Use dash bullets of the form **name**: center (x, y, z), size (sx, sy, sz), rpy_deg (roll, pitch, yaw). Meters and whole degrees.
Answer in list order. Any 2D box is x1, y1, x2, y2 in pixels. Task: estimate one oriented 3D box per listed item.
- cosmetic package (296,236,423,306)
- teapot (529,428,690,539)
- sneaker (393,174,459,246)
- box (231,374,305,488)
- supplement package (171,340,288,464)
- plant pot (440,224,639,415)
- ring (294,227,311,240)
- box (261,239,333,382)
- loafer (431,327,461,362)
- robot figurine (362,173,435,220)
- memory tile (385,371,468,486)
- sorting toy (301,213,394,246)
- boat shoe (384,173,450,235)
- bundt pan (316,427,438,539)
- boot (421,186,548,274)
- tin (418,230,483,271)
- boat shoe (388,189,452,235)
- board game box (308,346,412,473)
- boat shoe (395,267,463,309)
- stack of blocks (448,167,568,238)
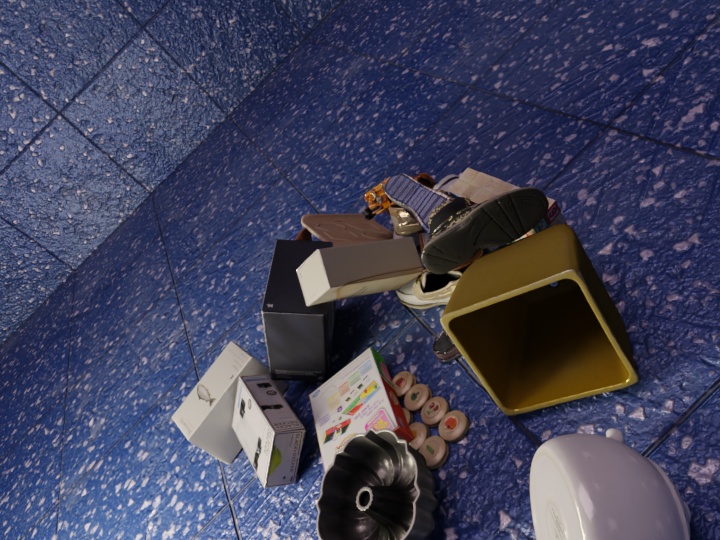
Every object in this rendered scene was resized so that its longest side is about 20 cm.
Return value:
- **cosmetic package**: center (0.000, 0.000, 1.125), size (0.103, 0.199, 0.074), rpy_deg (-38, 67, 56)
- **teapot**: center (0.273, 0.264, 0.660), size (0.145, 0.198, 0.202), rpy_deg (-4, 72, -3)
- **sneaker**: center (0.151, -0.112, 1.296), size (0.200, 0.076, 0.080), rpy_deg (-46, 40, 1)
- **box**: center (-0.174, 0.289, 1.168), size (0.200, 0.060, 0.118), rpy_deg (38, 121, 54)
- **supplement package**: center (-0.268, 0.269, 1.303), size (0.201, 0.117, 0.117), rpy_deg (-53, 34, -12)
- **plant pot**: center (0.254, 0.046, 0.895), size (0.193, 0.196, 0.201), rpy_deg (-23, 26, 31)
- **ring**: center (-0.152, 0.000, 1.431), size (0.019, 0.201, 0.202), rpy_deg (17, 57, 7)
- **box**: center (-0.114, 0.079, 1.241), size (0.122, 0.199, 0.201), rpy_deg (2, 44, 2)
- **loafer**: center (0.189, 0.066, 1.055), size (0.200, 0.063, 0.072), rpy_deg (-42, 32, 5)
- **robot figurine**: center (0.080, -0.161, 1.339), size (0.144, 0.059, 0.200), rpy_deg (-31, -8, 29)
- **memory tile**: center (0.074, 0.255, 1.020), size (0.154, 0.017, 0.200), rpy_deg (-50, 33, -7)
- **sorting toy**: center (-0.016, -0.076, 1.384), size (0.200, 0.184, 0.037), rpy_deg (-135, 47, -56)
- **boat shoe**: center (0.131, -0.109, 1.151), size (0.072, 0.072, 0.200), rpy_deg (-49, 55, 7)
- **bundt pan**: center (0.030, 0.335, 0.906), size (0.201, 0.076, 0.203), rpy_deg (-30, 43, 33)
- **boot**: center (0.184, -0.087, 0.985), size (0.203, 0.074, 0.154), rpy_deg (-30, 19, 19)
- **tin**: center (0.166, -0.054, 1.178), size (0.111, 0.042, 0.200), rpy_deg (-14, 20, 7)
- **boat shoe**: center (0.149, -0.120, 1.217), size (0.198, 0.065, 0.071), rpy_deg (-13, 20, 21)
- **board game box**: center (-0.007, 0.245, 1.072), size (0.153, 0.040, 0.201), rpy_deg (-39, 32, 12)
- **boat shoe**: center (0.134, 0.025, 1.160), size (0.199, 0.068, 0.075), rpy_deg (-3, 51, 48)
- **stack of blocks**: center (0.255, -0.093, 1.079), size (0.059, 0.115, 0.200), rpy_deg (-49, 43, -6)
